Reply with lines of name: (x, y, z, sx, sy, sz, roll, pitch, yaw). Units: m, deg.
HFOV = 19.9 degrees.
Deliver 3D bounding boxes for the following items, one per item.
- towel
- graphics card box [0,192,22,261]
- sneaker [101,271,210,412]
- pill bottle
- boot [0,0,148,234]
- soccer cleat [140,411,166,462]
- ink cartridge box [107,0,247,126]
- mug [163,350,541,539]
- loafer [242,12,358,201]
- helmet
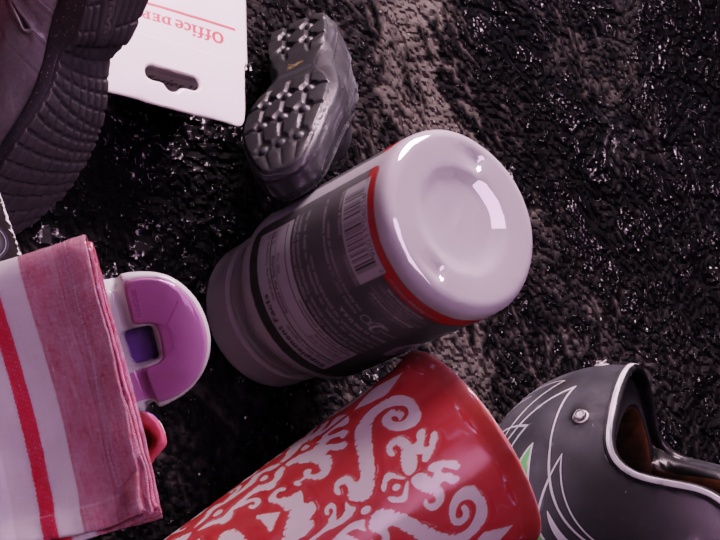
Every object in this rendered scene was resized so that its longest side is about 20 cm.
towel: (-0.207, 0.078, 0.992, 0.199, 0.023, 0.145, -17, 80, -2)
graphics card box: (-0.283, -0.006, 1.080, 0.199, 0.051, 0.126, -11, 66, -28)
sneaker: (-0.173, 0.050, 1.060, 0.199, 0.088, 0.081, -15, 99, 0)
pill bottle: (0.000, 0.000, 1.242, 0.113, 0.200, 0.115, 15, 65, -34)
boot: (-0.208, -0.130, 1.205, 0.131, 0.201, 0.070, 34, 11, 28)
soccer cleat: (-0.184, 0.125, 1.046, 0.200, 0.073, 0.069, -33, 99, -40)
ink cartridge box: (-0.135, -0.183, 1.291, 0.117, 0.067, 0.201, 13, 65, -35)
mug: (-0.002, 0.173, 1.187, 0.199, 0.133, 0.178, -32, 87, -17)
loafer: (-0.030, -0.096, 1.305, 0.071, 0.068, 0.201, 61, 17, -26)
helmet: (0.158, 0.167, 1.310, 0.190, 0.201, 0.200, 33, 48, 17)
